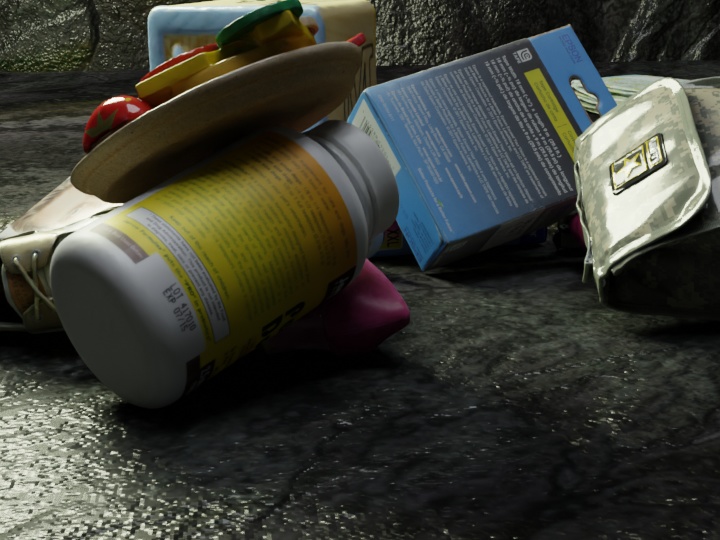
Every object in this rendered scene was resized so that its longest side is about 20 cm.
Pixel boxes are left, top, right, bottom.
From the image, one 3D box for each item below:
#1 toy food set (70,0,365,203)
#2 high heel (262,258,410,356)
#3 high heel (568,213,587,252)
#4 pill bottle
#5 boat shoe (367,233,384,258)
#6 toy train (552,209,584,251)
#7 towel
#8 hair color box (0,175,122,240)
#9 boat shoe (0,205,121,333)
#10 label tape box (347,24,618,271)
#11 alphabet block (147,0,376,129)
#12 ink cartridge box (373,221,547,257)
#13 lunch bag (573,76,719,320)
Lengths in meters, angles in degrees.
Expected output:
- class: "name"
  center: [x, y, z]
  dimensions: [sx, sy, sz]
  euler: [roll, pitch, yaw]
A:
- class: "toy food set"
  center: [-0.087, -0.099, 0.874]
  dimensions: [0.197, 0.049, 0.200]
  euler: [-25, -4, 6]
- class: "high heel"
  center: [0.000, 0.000, 0.960]
  dimensions: [0.096, 0.068, 0.200]
  euler: [-8, 16, 14]
- class: "high heel"
  center: [0.267, -0.042, 1.131]
  dimensions: [0.199, 0.068, 0.096]
  euler: [-18, 25, -18]
- class: "pill bottle"
  center: [-0.072, -0.013, 0.833]
  dimensions: [0.200, 0.110, 0.109]
  euler: [-34, 30, -33]
- class: "boat shoe"
  center: [-0.043, -0.043, 1.181]
  dimensions: [0.066, 0.072, 0.200]
  euler: [-18, 13, -40]
- class: "toy train"
  center: [0.198, -0.057, 1.268]
  dimensions: [0.034, 0.046, 0.200]
  euler: [3, 13, 15]
- class: "towel"
  center: [0.433, -0.261, 2.156]
  dimensions: [0.199, 0.048, 0.171]
  euler: [-10, 19, -35]
- class: "hair color box"
  center: [-0.149, -0.025, 0.990]
  dimensions: [0.199, 0.061, 0.100]
  euler: [1, 35, 39]
- class: "boat shoe"
  center: [-0.198, 0.009, 0.919]
  dimensions: [0.200, 0.075, 0.068]
  euler: [-15, 6, 37]
- class: "label tape box"
  center: [0.111, -0.100, 1.155]
  dimensions: [0.199, 0.145, 0.063]
  euler: [-20, -17, -23]
- class: "alphabet block"
  center: [-0.098, -0.188, 1.522]
  dimensions: [0.195, 0.197, 0.200]
  euler: [5, 14, 17]
- class: "ink cartridge box"
  center: [0.074, -0.067, 1.248]
  dimensions: [0.199, 0.077, 0.136]
  euler: [-6, 16, -18]
- class: "lunch bag"
  center: [0.247, -0.052, 0.989]
  dimensions: [0.199, 0.118, 0.164]
  euler: [-5, 40, 5]
